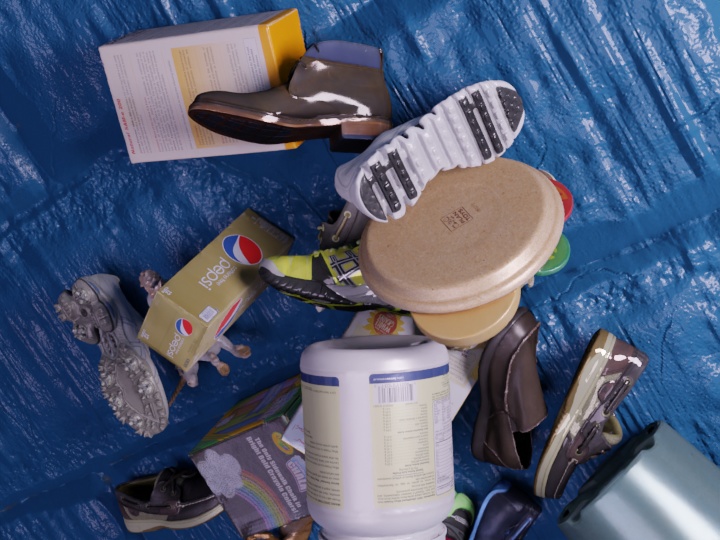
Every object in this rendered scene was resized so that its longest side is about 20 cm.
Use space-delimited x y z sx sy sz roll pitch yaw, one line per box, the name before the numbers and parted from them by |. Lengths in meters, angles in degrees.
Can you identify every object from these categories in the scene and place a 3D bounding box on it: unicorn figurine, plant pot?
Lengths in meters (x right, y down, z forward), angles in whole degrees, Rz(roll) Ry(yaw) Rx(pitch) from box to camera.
unicorn figurine | -0.189 0.073 1.351 0.137 0.074 0.201 20 135 51
plant pot | 0.310 0.265 1.172 0.196 0.200 0.200 45 125 7

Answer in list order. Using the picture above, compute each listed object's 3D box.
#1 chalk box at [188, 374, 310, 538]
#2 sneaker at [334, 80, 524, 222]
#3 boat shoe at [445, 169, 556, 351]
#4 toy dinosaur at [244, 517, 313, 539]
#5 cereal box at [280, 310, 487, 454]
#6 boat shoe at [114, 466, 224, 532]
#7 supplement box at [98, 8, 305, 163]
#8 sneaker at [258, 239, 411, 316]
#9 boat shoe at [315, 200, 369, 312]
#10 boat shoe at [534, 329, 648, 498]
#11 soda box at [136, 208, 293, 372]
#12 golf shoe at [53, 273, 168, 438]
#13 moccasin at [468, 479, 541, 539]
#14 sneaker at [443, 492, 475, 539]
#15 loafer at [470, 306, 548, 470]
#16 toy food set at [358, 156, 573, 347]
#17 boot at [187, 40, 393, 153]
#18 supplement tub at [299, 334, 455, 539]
chalk box | -0.065 0.194 1.346 0.199 0.124 0.125 -25 102 32
sneaker | 0.062 -0.117 1.104 0.081 0.199 0.076 18 134 61
boat shoe | 0.142 -0.007 1.181 0.201 0.076 0.072 -56 42 21
toy dinosaur | -0.082 0.315 1.467 0.105 0.061 0.201 19 131 -13
cereal box | 0.028 0.125 1.244 0.143 0.040 0.201 33 91 -3
boat shoe | -0.234 0.278 1.499 0.200 0.072 0.066 -19 111 36
supplement box | -0.150 -0.185 1.217 0.198 0.074 0.127 -1 114 24
sneaker | 0.000 0.000 1.175 0.198 0.075 0.077 6 83 8
boat shoe | -0.006 -0.045 1.225 0.060 0.072 0.202 36 119 5
boat shoe | 0.230 0.156 1.208 0.066 0.072 0.202 23 119 14
soda box | -0.145 0.016 1.242 0.064 0.200 0.068 34 125 5
golf shoe | -0.265 0.091 1.399 0.078 0.097 0.201 -24 95 28
moccasin | 0.148 0.330 1.338 0.068 0.080 0.201 24 124 19
sneaker | 0.077 0.339 1.375 0.076 0.084 0.201 17 122 18
loafer | 0.163 0.124 1.228 0.071 0.073 0.201 25 134 26
toy food set | 0.094 -0.030 1.088 0.200 0.198 0.049 31 155 44
boot | -0.063 -0.170 1.129 0.075 0.198 0.098 159 115 -65
supplement tub | 0.017 0.168 1.152 0.144 0.145 0.202 -1 94 26
